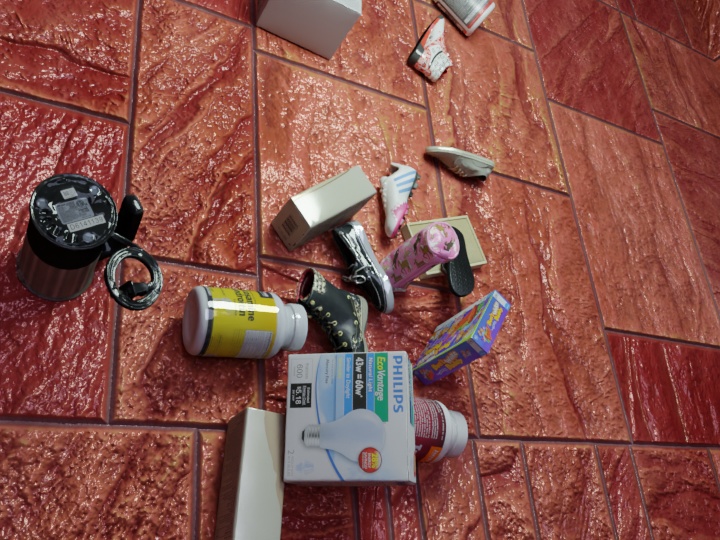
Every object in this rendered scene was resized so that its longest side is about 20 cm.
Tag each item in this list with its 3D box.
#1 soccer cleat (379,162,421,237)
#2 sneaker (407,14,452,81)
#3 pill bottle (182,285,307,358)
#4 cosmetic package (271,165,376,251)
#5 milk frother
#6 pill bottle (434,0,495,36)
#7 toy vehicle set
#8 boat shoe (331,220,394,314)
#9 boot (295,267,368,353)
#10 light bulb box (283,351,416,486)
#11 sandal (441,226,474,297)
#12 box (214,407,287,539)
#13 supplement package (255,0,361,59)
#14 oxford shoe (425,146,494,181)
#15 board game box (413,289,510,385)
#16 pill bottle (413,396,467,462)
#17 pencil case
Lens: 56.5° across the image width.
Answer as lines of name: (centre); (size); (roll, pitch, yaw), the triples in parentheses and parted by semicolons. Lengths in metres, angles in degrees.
soccer cleat: (0.071, -0.158, 1.483); (0.085, 0.070, 0.202); (23, 52, -2)
sneaker: (0.205, -0.589, 1.791); (0.107, 0.067, 0.203); (37, 54, -13)
pill bottle: (-0.193, 0.091, 1.135); (0.196, 0.112, 0.115); (7, 62, -31)
cosmetic package: (-0.072, -0.126, 1.338); (0.199, 0.103, 0.074); (-34, 85, -41)
milk frother: (-0.402, -0.007, 0.995); (0.177, 0.188, 0.204); (-2, 68, -33)
pill bottle: (0.279, -0.782, 1.908); (0.200, 0.116, 0.116); (44, 50, -7)
toy vehicle set: (0.193, -0.056, 1.529); (0.197, 0.026, 0.127); (-9, 72, -37)
boat shoe: (0.001, -0.001, 1.341); (0.067, 0.073, 0.203); (-20, 85, -30)
boot: (-0.057, 0.106, 1.223); (0.153, 0.073, 0.207); (36, 42, -35)
light bulb box: (-0.013, 0.243, 1.085); (0.195, 0.125, 0.203); (-3, 71, 8)
sandal: (0.208, -0.013, 1.478); (0.074, 0.045, 0.203); (29, 39, -25)
box: (-0.169, 0.329, 1.042); (0.076, 0.095, 0.204); (16, 60, -26)
supplement package: (-0.117, -0.607, 1.523); (0.196, 0.155, 0.113); (18, 56, -25)
oxford shoe: (0.246, -0.264, 1.653); (0.196, 0.075, 0.059); (13, 95, -26)
board game box: (0.197, 0.135, 1.319); (0.045, 0.200, 0.135); (41, 50, -6)
pill bottle: (0.096, 0.289, 1.227); (0.196, 0.113, 0.115); (14, 59, -27)
pencil case: (0.115, -0.025, 1.346); (0.082, 0.199, 0.088); (-19, 78, -37)
